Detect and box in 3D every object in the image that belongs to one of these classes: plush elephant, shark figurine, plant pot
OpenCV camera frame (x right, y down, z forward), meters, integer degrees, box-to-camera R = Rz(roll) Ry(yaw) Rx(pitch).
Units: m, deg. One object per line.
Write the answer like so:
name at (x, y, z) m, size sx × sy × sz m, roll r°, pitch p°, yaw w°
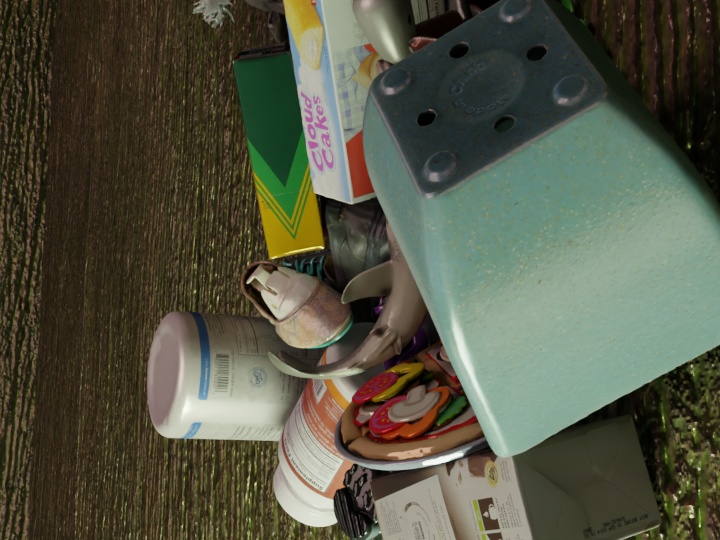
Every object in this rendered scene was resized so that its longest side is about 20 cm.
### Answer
plush elephant at (-0.103, -0.366, 1.335) m, size 0.199 × 0.166 × 0.155 m, roll -37°, pitch 4°, yaw 15°
shark figurine at (0.022, 0.029, 0.922) m, size 0.216 × 0.127 × 0.090 m, roll -55°, pitch 5°, yaw 24°
plant pot at (0.105, -0.047, 0.684) m, size 0.194 × 0.201 × 0.197 m, roll -29°, pitch 47°, yaw 7°

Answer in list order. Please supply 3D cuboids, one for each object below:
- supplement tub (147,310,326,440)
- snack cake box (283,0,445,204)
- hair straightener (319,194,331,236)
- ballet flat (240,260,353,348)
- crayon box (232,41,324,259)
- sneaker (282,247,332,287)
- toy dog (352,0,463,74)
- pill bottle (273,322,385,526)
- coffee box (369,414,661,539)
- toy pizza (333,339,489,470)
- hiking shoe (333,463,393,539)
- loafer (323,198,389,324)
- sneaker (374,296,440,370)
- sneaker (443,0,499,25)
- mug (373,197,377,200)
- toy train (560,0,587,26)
supplement tub at (-0.119, 0.116, 1.187) m, size 0.131 × 0.197 × 0.135 m, roll -22°, pitch 65°, yaw 59°
snack cake box at (0.010, -0.168, 0.888) m, size 0.067 × 0.113 × 0.204 m, roll 20°, pitch 124°, yaw 56°
hair straightener at (-0.015, -0.097, 1.155) m, size 0.041 × 0.077 × 0.202 m, roll -37°, pitch 42°, yaw 24°
ballet flat at (-0.073, 0.027, 1.064) m, size 0.068 × 0.067 × 0.199 m, roll -49°, pitch 22°, yaw -13°
crayon box at (-0.076, -0.121, 1.045) m, size 0.200 × 0.057 × 0.176 m, roll -104°, pitch 6°, yaw -76°
sneaker at (-0.044, 0.013, 1.178) m, size 0.200 × 0.090 × 0.079 m, roll -35°, pitch 55°, yaw 56°
toy dog at (0.083, -0.139, 0.829) m, size 0.095 × 0.200 × 0.133 m, roll -31°, pitch 46°, yaw 10°
pill bottle at (-0.013, 0.155, 1.065) m, size 0.201 × 0.110 × 0.113 m, roll -62°, pitch 34°, yaw 38°
coffee box at (0.105, 0.169, 0.809) m, size 0.199 × 0.111 × 0.081 m, roll -30°, pitch 72°, yaw 58°
toy pizza at (0.068, 0.085, 0.840) m, size 0.199 × 0.198 × 0.032 m, roll 10°, pitch 126°, yaw 63°
hiking shoe at (0.059, 0.153, 0.961) m, size 0.201 × 0.086 × 0.075 m, roll -49°, pitch 52°, yaw 15°
loafer at (0.000, 0.000, 1.059) m, size 0.202 × 0.071 × 0.073 m, roll 96°, pitch -165°, yaw -49°
sneaker at (0.055, 0.004, 0.983) m, size 0.074 × 0.086 × 0.204 m, roll -26°, pitch 62°, yaw 59°
sneaker at (0.093, -0.185, 0.910) m, size 0.080 × 0.073 × 0.203 m, roll -125°, pitch 25°, yaw -57°
mug at (0.013, -0.154, 1.040) m, size 0.175 × 0.145 × 0.204 m, roll -138°, pitch 53°, yaw -72°
toy train at (0.151, -0.187, 0.886) m, size 0.057 × 0.041 × 0.202 m, roll 109°, pitch 152°, yaw -44°
